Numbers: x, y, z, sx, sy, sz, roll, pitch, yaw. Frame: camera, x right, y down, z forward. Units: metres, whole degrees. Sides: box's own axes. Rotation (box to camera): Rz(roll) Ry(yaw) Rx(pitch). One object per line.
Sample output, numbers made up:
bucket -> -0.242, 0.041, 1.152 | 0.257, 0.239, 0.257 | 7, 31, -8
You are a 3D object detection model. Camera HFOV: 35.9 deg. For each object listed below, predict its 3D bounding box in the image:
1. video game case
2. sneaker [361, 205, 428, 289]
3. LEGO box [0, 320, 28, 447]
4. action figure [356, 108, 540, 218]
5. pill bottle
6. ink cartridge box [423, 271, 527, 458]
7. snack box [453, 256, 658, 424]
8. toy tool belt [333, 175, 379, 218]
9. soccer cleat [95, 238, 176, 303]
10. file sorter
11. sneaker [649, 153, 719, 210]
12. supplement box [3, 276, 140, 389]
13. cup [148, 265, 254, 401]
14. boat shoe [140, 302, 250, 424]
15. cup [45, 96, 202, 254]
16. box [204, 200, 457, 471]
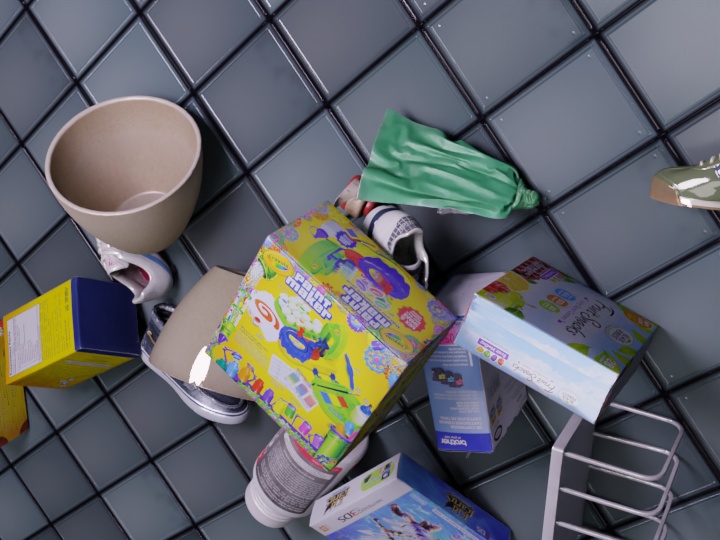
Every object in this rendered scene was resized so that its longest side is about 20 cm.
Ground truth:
video game case -> 0.064, 0.338, 1.455 | 0.199, 0.046, 0.181 | 37, 132, -20
sneaker -> 0.042, 0.030, 1.272 | 0.080, 0.076, 0.203 | 29, 129, 54
LEGO box -> -0.644, 0.178, 1.860 | 0.147, 0.077, 0.202 | 16, 119, 26
action figure -> 0.107, -0.103, 1.258 | 0.198, 0.055, 0.119 | 16, 76, 11
pill bottle -> -0.080, 0.267, 1.522 | 0.111, 0.111, 0.201 | 43, 127, 8
ink cartridge box -> 0.135, 0.120, 1.301 | 0.075, 0.136, 0.203 | -2, 110, 28
snack box -> 0.214, 0.068, 1.187 | 0.168, 0.200, 0.068 | 30, 114, 18
toy tool belt -> 0.000, 0.000, 1.355 | 0.122, 0.125, 0.202 | 29, 96, 9
soccer cleat -> -0.341, -0.042, 1.563 | 0.201, 0.086, 0.070 | 51, 128, 3
file sorter -> 0.289, 0.268, 1.274 | 0.123, 0.139, 0.203 | 13, 118, 24
sneaker -> 0.389, -0.104, 1.093 | 0.198, 0.067, 0.091 | 11, 109, 28
supplement box -> -0.429, 0.096, 1.645 | 0.199, 0.109, 0.110 | -23, 67, 37
cup -> -0.163, 0.076, 1.458 | 0.198, 0.200, 0.145 | 18, 93, 24
boat shoe -> -0.234, 0.133, 1.582 | 0.199, 0.071, 0.092 | 34, 129, 18
cup -> -0.292, -0.105, 1.449 | 0.198, 0.201, 0.144 | 23, 149, 22
box -> -0.036, 0.072, 1.226 | 0.200, 0.122, 0.193 | 42, 128, 11
